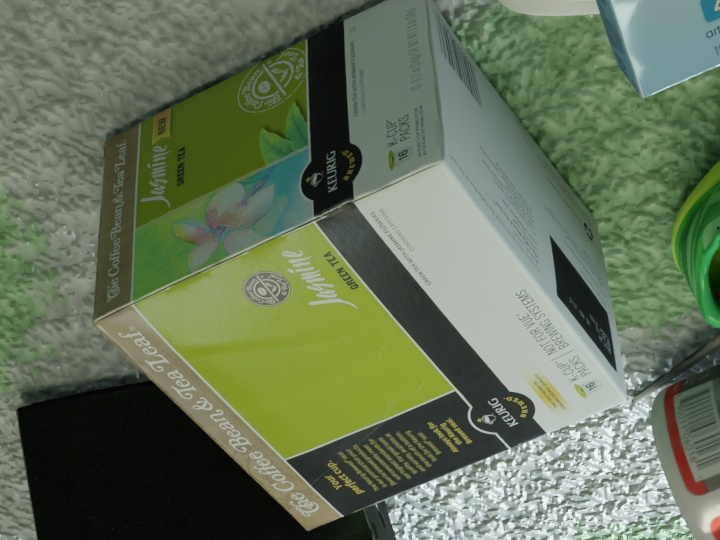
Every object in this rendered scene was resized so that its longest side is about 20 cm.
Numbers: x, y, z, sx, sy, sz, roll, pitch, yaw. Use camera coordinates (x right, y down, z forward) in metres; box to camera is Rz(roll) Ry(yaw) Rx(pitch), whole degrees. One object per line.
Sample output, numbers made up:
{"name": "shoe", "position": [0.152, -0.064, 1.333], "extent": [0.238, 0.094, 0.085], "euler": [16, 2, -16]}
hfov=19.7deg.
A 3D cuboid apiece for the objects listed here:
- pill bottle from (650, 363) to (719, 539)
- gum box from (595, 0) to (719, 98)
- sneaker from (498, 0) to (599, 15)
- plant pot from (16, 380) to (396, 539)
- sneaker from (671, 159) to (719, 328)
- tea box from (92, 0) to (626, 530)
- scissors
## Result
{"name": "pill bottle", "position": [0.275, 0.083, 1.166], "extent": [0.199, 0.114, 0.114], "euler": [-25, 133, 21]}
{"name": "gum box", "position": [0.159, -0.195, 0.854], "extent": [0.169, 0.045, 0.201], "euler": [-23, 118, 2]}
{"name": "sneaker", "position": [0.149, -0.173, 0.919], "extent": [0.199, 0.071, 0.099], "euler": [-7, 141, 9]}
{"name": "plant pot", "position": [-0.068, 0.174, 1.191], "extent": [0.177, 0.201, 0.200], "euler": [-21, 134, 3]}
{"name": "sneaker", "position": [0.216, -0.048, 1.046], "extent": [0.074, 0.084, 0.201], "euler": [6, 135, -9]}
{"name": "tea box", "position": [0.000, 0.000, 1.045], "extent": [0.196, 0.134, 0.200], "euler": [-24, 133, 19]}
{"name": "scissors", "position": [0.225, 0.026, 1.168], "extent": [0.073, 0.014, 0.200], "euler": [-24, 165, -33]}
